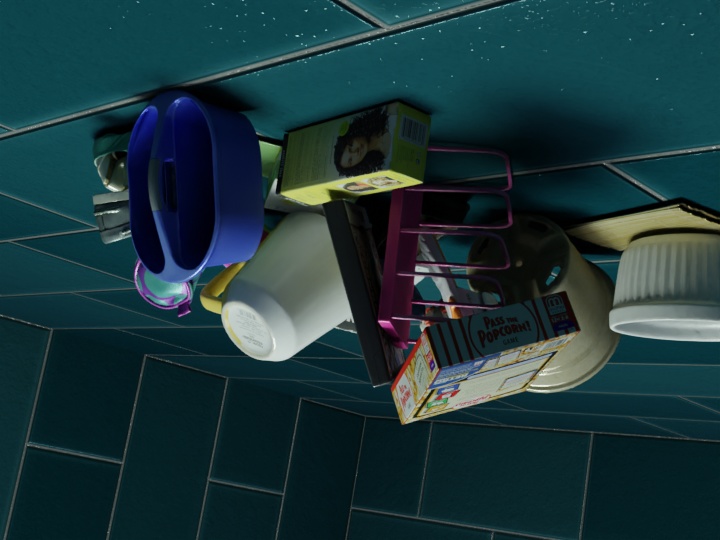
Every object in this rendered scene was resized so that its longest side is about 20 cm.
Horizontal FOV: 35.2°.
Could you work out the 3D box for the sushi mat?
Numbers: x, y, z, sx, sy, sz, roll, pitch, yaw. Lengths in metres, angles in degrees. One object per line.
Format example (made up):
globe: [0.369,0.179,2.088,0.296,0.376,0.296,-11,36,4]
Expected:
sushi mat: [0.340,-0.051,1.349,0.095,0.012,0.199,15,167,-28]

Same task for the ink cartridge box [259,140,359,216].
ink cartridge box: [-0.104,-0.112,1.353,0.198,0.049,0.146,9,168,-9]

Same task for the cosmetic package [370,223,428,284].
cosmetic package: [-0.002,-0.029,1.622,0.198,0.052,0.151,12,169,-8]

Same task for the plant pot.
plant pot: [0.220,0.027,1.441,0.198,0.202,0.184,4,154,26]

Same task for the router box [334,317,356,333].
router box: [-0.048,0.039,1.654,0.198,0.052,0.149,14,-168,7]

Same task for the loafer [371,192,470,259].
loafer: [0.073,-0.050,1.424,0.072,0.072,0.200,15,167,-21]

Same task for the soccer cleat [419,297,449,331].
soccer cleat: [0.119,0.078,1.482,0.078,0.069,0.200,51,-173,-4]

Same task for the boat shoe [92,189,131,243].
boat shoe: [-0.224,-0.066,1.359,0.198,0.063,0.073,-4,179,-35]

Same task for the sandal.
sandal: [0.129,0.034,1.325,0.059,0.209,0.079,-21,169,-3]

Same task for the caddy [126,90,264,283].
caddy: [-0.184,-0.087,1.201,0.140,0.203,0.104,-7,175,38]

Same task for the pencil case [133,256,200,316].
pencil case: [-0.209,-0.036,1.432,0.085,0.201,0.093,-21,113,33]

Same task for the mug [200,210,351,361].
mug: [-0.099,0.037,1.389,0.150,0.153,0.186,50,141,-4]

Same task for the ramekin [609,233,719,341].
ramekin: [0.403,0.022,1.371,0.198,0.106,0.200,5,170,1]

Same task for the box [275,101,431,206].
box: [-0.012,-0.119,1.190,0.050,0.076,0.199,16,165,-36]

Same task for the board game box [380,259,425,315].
board game box: [0.000,0.000,1.476,0.200,0.039,0.158,44,-165,2]

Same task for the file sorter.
file sorter: [0.099,-0.023,1.237,0.124,0.202,0.139,3,166,12]

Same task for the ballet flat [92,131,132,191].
ballet flat: [-0.276,-0.129,1.347,0.067,0.071,0.199,33,157,-30]

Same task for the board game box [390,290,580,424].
board game box: [0.122,0.094,1.163,0.150,0.047,0.200,-13,160,-14]

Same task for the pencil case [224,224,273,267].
pencil case: [-0.132,-0.015,1.555,0.199,0.089,0.088,32,179,28]

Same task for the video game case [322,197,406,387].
video game case: [0.009,0.022,1.272,0.025,0.202,0.181,-16,178,7]
